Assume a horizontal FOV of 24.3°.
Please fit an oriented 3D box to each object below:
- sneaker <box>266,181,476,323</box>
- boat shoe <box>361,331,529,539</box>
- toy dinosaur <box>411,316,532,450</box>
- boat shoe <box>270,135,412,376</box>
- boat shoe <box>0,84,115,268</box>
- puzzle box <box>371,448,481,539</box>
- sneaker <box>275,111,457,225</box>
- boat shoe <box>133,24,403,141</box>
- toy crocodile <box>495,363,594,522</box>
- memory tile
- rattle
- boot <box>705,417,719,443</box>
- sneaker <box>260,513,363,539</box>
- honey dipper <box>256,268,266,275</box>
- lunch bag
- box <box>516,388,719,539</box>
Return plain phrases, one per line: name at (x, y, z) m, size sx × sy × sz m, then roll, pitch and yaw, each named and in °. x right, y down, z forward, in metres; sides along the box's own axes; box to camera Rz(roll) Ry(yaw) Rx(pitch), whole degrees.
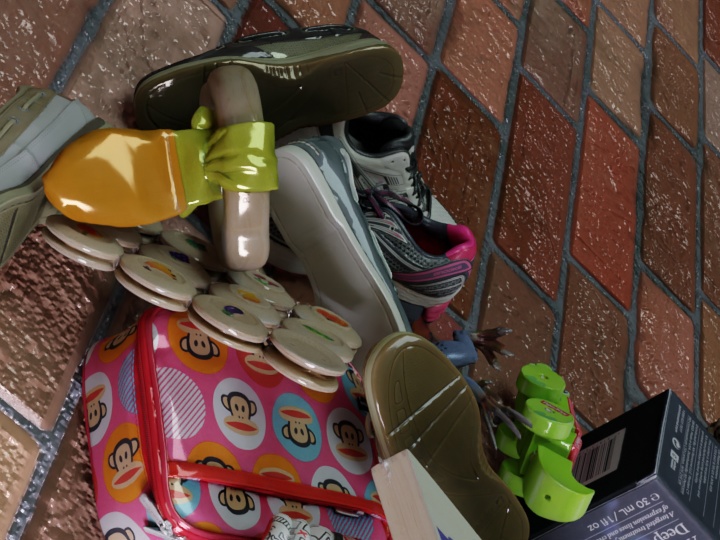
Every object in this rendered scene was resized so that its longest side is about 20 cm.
sneaker at (-0.010, -0.036, 1.210) m, size 0.198 × 0.075 × 0.081 m, roll 21°, pitch 43°, yaw -17°
boat shoe at (0.045, 0.117, 1.080) m, size 0.073 × 0.063 × 0.201 m, roll -46°, pitch 126°, yaw -18°
toy dinosaur at (0.039, 0.103, 1.215) m, size 0.199 × 0.106 × 0.181 m, roll 34°, pitch 31°, yaw 33°
boat shoe at (0.000, 0.000, 1.145) m, size 0.062 × 0.072 × 0.202 m, roll -32°, pitch 99°, yaw -47°
boat shoe at (-0.221, -0.047, 0.975) m, size 0.068 × 0.075 × 0.200 m, roll 36°, pitch 34°, yaw 4°
puzzle box at (0.071, 0.202, 0.946) m, size 0.200 × 0.025 × 0.134 m, roll 54°, pitch 13°, yaw -46°
sneaker at (0.021, -0.071, 1.295) m, size 0.199 × 0.087 × 0.076 m, roll 33°, pitch 37°, yaw -35°
boat shoe at (-0.070, -0.135, 1.199) m, size 0.199 × 0.072 × 0.066 m, roll -12°, pitch 33°, yaw -17°
toy crocodile at (0.140, 0.124, 1.260) m, size 0.061 × 0.068 × 0.200 m, roll 18°, pitch 16°, yaw -3°
memory tile at (-0.092, 0.009, 1.023) m, size 0.199 × 0.017 × 0.153 m, roll 29°, pitch 12°, yaw 3°
rattle at (-0.123, -0.069, 1.058) m, size 0.200 × 0.142 × 0.131 m, roll -119°, pitch -170°, yaw -60°
boot at (0.301, 0.204, 1.366) m, size 0.203 × 0.153 × 0.074 m, roll 41°, pitch 35°, yaw -23°
sneaker at (-0.046, 0.226, 0.891) m, size 0.107 × 0.067 × 0.202 m, roll 25°, pitch 56°, yaw -1°
honey dipper at (-0.065, 0.011, 1.151) m, size 0.038 × 0.038 × 0.201 m, roll -17°, pitch 77°, yaw -57°
lunch bag at (-0.072, 0.123, 1.014) m, size 0.199 × 0.082 × 0.178 m, roll 18°, pitch 53°, yaw -44°
box at (0.231, 0.218, 1.267) m, size 0.200 × 0.148 × 0.107 m, roll 46°, pitch 34°, yaw -15°
